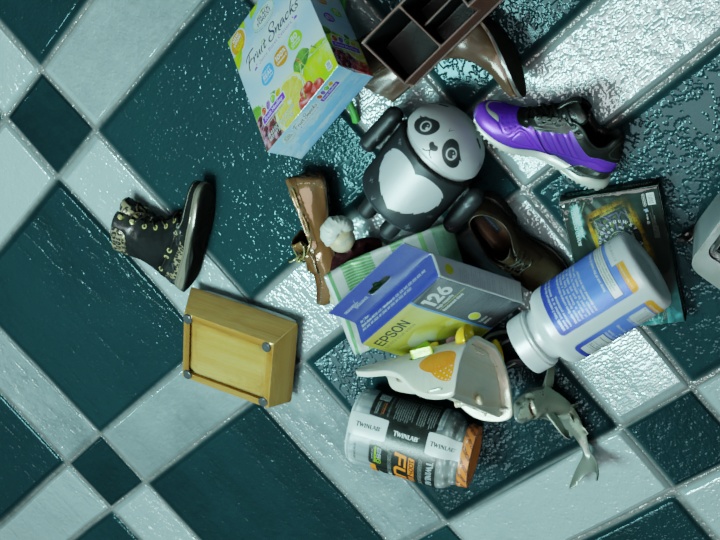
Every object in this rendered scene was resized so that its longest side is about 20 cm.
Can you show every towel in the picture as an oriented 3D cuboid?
[{"bbox_3d":[0.060,0.030,1.419,0.198,0.023,0.154,-20,117,3],"label":"towel"}]

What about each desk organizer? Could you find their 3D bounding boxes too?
[{"bbox_3d":[0.100,-0.318,1.190,0.200,0.077,0.072,-42,81,23],"label":"desk organizer"}]

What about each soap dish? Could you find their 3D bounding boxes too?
[{"bbox_3d":[-0.204,0.131,1.612,0.198,0.081,0.159,17,121,16],"label":"soap dish"}]

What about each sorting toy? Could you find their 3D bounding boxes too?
[{"bbox_3d":[0.095,0.146,1.370,0.178,0.199,0.108,-8,70,29],"label":"sorting toy"}]

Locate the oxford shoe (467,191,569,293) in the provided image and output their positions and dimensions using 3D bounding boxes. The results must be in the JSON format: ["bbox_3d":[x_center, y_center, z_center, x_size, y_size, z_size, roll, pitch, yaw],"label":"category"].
[{"bbox_3d":[0.217,-0.014,1.352,0.200,0.085,0.073,41,122,-3],"label":"oxford shoe"}]

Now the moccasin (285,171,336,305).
[{"bbox_3d":[-0.074,-0.044,1.458,0.077,0.074,0.204,-11,115,-6],"label":"moccasin"}]

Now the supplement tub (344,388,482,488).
[{"bbox_3d":[0.084,0.265,1.530,0.197,0.123,0.124,12,120,18],"label":"supplement tub"}]

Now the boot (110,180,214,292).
[{"bbox_3d":[-0.317,-0.076,1.564,0.149,0.073,0.202,25,128,10],"label":"boot"}]

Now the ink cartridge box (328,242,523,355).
[{"bbox_3d":[0.088,0.054,1.350,0.198,0.048,0.198,15,142,-28],"label":"ink cartridge box"}]

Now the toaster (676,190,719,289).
[{"bbox_3d":[0.512,-0.043,1.187,0.180,0.119,0.201,32,124,6],"label":"toaster"}]

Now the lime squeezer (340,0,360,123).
[{"bbox_3d":[-0.021,-0.288,1.320,0.037,0.070,0.203,15,121,36],"label":"lime squeezer"}]

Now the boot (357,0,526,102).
[{"bbox_3d":[0.098,-0.264,1.286,0.199,0.064,0.188,-30,88,29],"label":"boot"}]

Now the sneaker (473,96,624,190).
[{"bbox_3d":[0.246,-0.187,1.246,0.198,0.070,0.100,23,139,1],"label":"sneaker"}]

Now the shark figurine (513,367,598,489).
[{"bbox_3d":[0.281,0.224,1.457,0.089,0.129,0.214,-20,130,38],"label":"shark figurine"}]

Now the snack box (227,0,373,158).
[{"bbox_3d":[-0.085,-0.280,1.293,0.169,0.067,0.202,-44,54,35],"label":"snack box"}]

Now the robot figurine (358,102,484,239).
[{"bbox_3d":[0.080,-0.132,1.324,0.149,0.126,0.200,19,131,-30],"label":"robot figurine"}]

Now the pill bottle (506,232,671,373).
[{"bbox_3d":[0.294,0.049,1.283,0.199,0.112,0.112,-35,99,24],"label":"pill bottle"}]

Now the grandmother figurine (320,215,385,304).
[{"bbox_3d":[0.000,0.000,1.440,0.060,0.121,0.201,12,141,48],"label":"grandmother figurine"}]

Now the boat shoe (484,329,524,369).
[{"bbox_3d":[0.251,0.111,1.399,0.199,0.063,0.073,-20,109,39],"label":"boat shoe"}]

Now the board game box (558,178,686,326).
[{"bbox_3d":[0.355,-0.017,1.322,0.134,0.028,0.202,-7,113,27],"label":"board game box"}]
